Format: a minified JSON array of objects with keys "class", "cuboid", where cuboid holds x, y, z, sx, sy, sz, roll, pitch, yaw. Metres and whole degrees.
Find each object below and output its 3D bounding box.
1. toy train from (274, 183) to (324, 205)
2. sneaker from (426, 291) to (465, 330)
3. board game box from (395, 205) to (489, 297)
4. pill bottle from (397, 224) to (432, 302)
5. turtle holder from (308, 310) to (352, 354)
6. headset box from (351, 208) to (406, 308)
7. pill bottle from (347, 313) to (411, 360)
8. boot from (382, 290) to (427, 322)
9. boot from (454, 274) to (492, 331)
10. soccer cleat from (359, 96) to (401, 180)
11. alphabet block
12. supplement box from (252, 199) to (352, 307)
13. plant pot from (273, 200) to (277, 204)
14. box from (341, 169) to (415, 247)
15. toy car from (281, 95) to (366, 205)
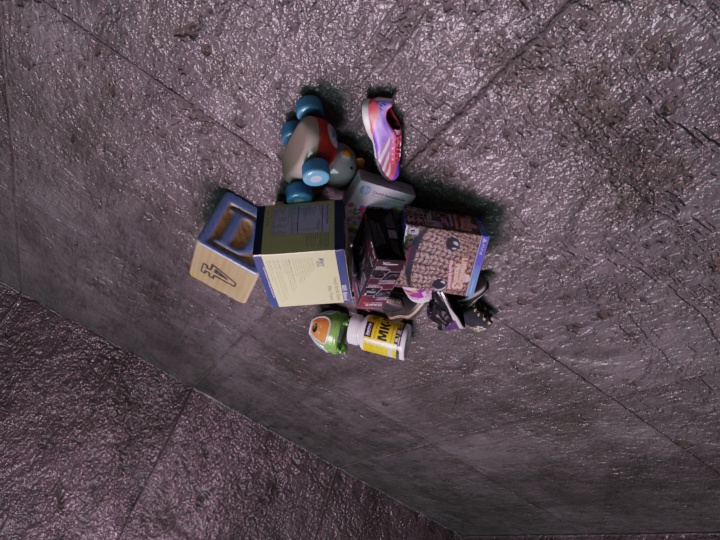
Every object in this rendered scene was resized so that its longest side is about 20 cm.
[{"class":"toy train","cuboid":[-0.149,-0.172,1.338,0.083,0.201,0.116,29,137,10]},{"class":"sneaker","cuboid":[0.203,0.095,1.439,0.085,0.078,0.202,-15,133,19]},{"class":"board game box","cuboid":[0.182,-0.044,1.305,0.192,0.098,0.165,7,119,-4]},{"class":"pill bottle","cuboid":[0.132,-0.018,1.448,0.109,0.115,0.202,-4,138,33]},{"class":"turtle holder","cuboid":[-0.095,0.194,1.870,0.127,0.186,0.146,14,114,11]},{"class":"headset box","cuboid":[0.031,-0.018,1.317,0.074,0.153,0.203,2,141,-19]},{"class":"pill bottle","cuboid":[0.061,0.209,1.796,0.193,0.117,0.116,11,145,15]},{"class":"boot","cuboid":[0.101,0.078,1.637,0.137,0.079,0.199,38,143,-14]},{"class":"boot","cuboid":[0.318,0.092,1.532,0.151,0.075,0.202,30,146,-19]},{"class":"soccer cleat","cuboid":[0.061,-0.275,1.187,0.071,0.070,0.203,-1,137,24]},{"class":"alphabet block","cuboid":[-0.359,-0.063,1.607,0.192,0.199,0.200,29,147,-8]},{"class":"supplement box","cuboid":[-0.121,-0.034,1.250,0.191,0.138,0.203,-4,145,3]},{"class":"plant pot","cuboid":[-0.146,-0.092,1.472,0.130,0.205,0.203,-12,148,-13]},{"class":"box","cuboid":[0.019,-0.135,1.325,0.151,0.042,0.202,10,135,-29]},{"class":"toy car","cuboid":[-0.064,-0.251,1.241,0.194,0.191,0.176,5,155,-30]}]
